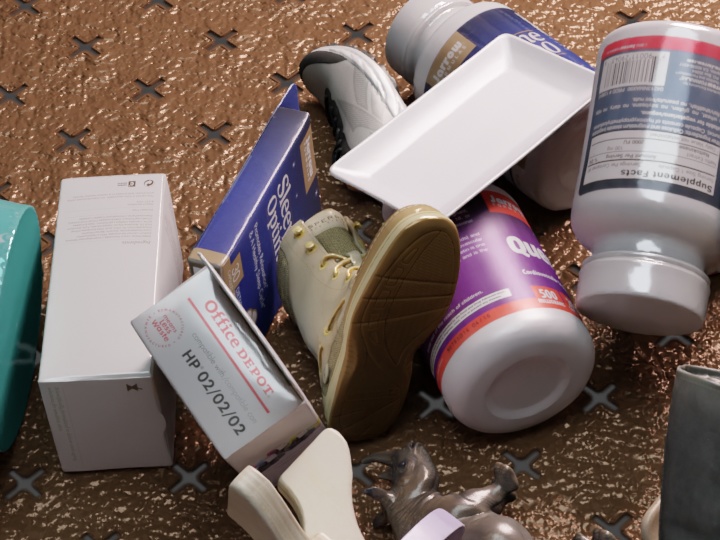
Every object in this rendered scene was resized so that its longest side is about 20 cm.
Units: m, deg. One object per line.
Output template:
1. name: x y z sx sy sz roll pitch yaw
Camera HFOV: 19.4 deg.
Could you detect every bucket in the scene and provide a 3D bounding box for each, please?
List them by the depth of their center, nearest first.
1. bucket: -0.306 0.035 1.477 0.135 0.207 0.207 5 47 1

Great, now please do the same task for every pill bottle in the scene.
1. pill bottle: 0.211 -0.062 1.476 0.120 0.120 0.200 8 73 12
2. pill bottle: 0.084 0.013 1.518 0.112 0.112 0.200 -16 48 -10
3. pill bottle: 0.113 -0.143 1.662 0.111 0.111 0.200 -33 53 -23

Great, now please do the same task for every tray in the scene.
1. tray: 0.082 -0.099 1.534 0.107 0.022 0.200 30 55 33

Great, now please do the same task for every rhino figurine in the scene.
1. rhino figurine: 0.073 0.172 1.407 0.200 0.060 0.087 30 67 32

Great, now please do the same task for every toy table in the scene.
1. toy table: -0.039 0.200 1.323 0.117 0.184 0.200 37 53 15

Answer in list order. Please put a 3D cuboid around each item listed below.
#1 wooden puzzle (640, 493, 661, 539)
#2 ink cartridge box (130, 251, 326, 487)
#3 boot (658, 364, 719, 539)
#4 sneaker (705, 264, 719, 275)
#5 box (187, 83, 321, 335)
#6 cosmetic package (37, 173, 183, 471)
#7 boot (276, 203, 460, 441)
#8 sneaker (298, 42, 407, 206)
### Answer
1. wooden puzzle: 0.315 0.171 1.408 0.200 0.037 0.185 31 56 23
2. ink cartridge box: -0.086 0.071 1.394 0.068 0.200 0.115 -36 75 -4
3. boot: 0.257 0.174 1.304 0.182 0.073 0.200 18 93 19
4. sneaker: 0.280 -0.050 1.577 0.200 0.087 0.074 -14 47 -8
5. box: -0.069 -0.034 1.568 0.032 0.121 0.200 12 49 17
6. cosmetic package: -0.177 0.036 1.524 0.085 0.108 0.200 -2 46 3
7. boot: 0.000 0.000 1.486 0.073 0.200 0.155 -2 42 -22
8. sneaker: 0.003 -0.110 1.669 0.079 0.074 0.200 -30 52 -15
